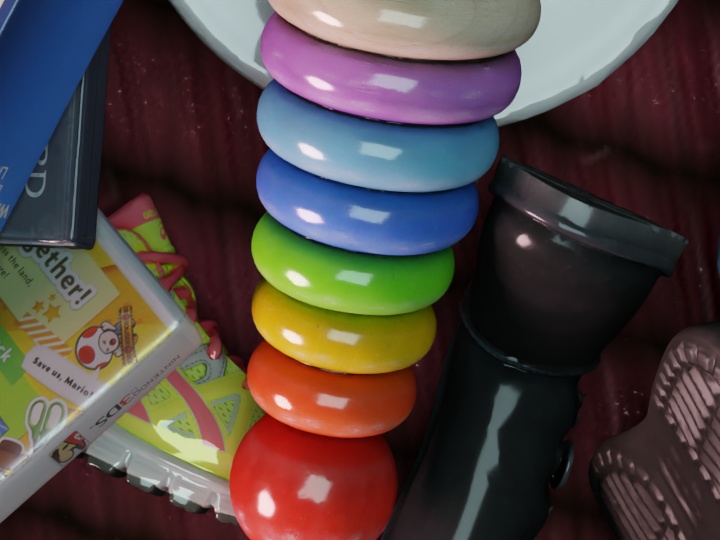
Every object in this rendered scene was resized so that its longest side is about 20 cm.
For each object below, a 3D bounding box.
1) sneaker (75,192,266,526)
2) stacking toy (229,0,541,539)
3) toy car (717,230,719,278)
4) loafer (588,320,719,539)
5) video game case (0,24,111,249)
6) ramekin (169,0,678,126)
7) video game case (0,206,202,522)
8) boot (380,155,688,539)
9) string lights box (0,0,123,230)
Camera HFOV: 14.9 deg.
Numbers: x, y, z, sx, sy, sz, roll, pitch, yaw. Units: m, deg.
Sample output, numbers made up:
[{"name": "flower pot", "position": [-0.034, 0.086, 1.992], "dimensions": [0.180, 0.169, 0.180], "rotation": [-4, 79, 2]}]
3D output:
[{"name": "sneaker", "position": [-0.077, 0.022, 0.934], "dimensions": [0.200, 0.078, 0.090], "rotation": [27, 88, -4]}, {"name": "stacking toy", "position": [0.000, 0.000, 0.857], "dimensions": [0.085, 0.085, 0.200], "rotation": [7, 110, -4]}, {"name": "toy car", "position": [0.250, 0.013, 0.932], "dimensions": [0.200, 0.184, 0.177], "rotation": [-38, 136, -38]}, {"name": "loafer", "position": [0.127, 0.064, 0.873], "dimensions": [0.071, 0.200, 0.073], "rotation": [-23, 74, -14]}, {"name": "video game case", "position": [-0.173, -0.082, 0.896], "dimensions": [0.200, 0.019, 0.143], "rotation": [3, 86, 22]}, {"name": "ramekin", "position": [0.017, -0.146, 0.923], "dimensions": [0.202, 0.094, 0.203], "rotation": [0, 93, -4]}, {"name": "video game case", "position": [-0.174, 0.015, 0.900], "dimensions": [0.182, 0.023, 0.200], "rotation": [-41, 58, -1]}, {"name": "boot", "position": [0.037, 0.068, 0.901], "dimensions": [0.066, 0.165, 0.200], "rotation": [25, 91, 7]}, {"name": "string lights box", "position": [-0.144, -0.068, 0.841], "dimensions": [0.103, 0.059, 0.200], "rotation": [31, 97, 22]}]
